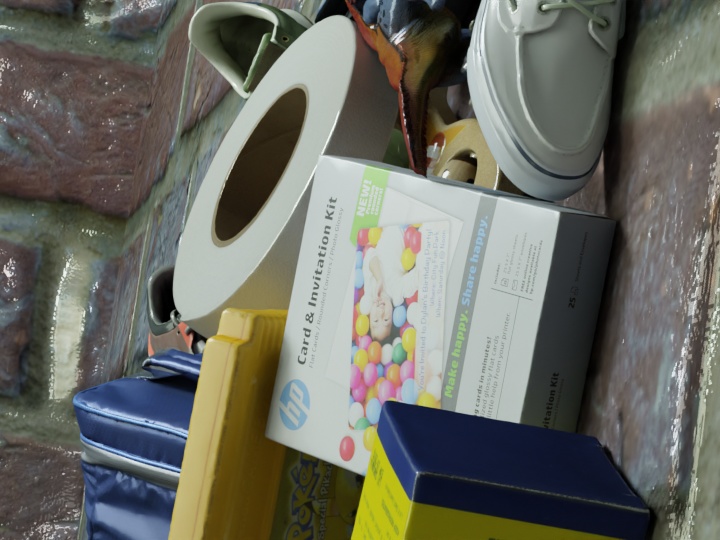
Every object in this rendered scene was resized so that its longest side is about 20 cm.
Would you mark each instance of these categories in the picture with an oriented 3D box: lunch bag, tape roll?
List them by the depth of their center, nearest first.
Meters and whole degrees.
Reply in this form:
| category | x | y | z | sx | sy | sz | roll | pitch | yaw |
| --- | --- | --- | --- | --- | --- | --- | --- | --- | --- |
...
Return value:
| category | x | y | z | sx | sy | sz | roll | pitch | yaw |
| --- | --- | --- | --- | --- | --- | --- | --- | --- | --- |
| tape roll | -0.045 | -0.053 | 1.602 | 0.203 | 0.037 | 0.203 | -50 | 23 | 29 |
| lunch bag | -0.085 | 0.118 | 1.685 | 0.199 | 0.136 | 0.133 | 12 | 111 | 43 |

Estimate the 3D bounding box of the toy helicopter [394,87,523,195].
| category | x | y | z | sx | sy | sz | roll | pitch | yaw |
| --- | --- | --- | --- | --- | --- | --- | --- | --- | --- |
| toy helicopter | 0.050 | -0.071 | 1.525 | 0.133 | 0.079 | 0.200 | -59 | 25 | 22 |

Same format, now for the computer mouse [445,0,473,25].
| category | x | y | z | sx | sy | sz | roll | pitch | yaw |
| --- | --- | --- | --- | --- | --- | --- | --- | --- | --- |
| computer mouse | 0.050 | -0.200 | 1.738 | 0.201 | 0.052 | 0.139 | -79 | 13 | -48 |

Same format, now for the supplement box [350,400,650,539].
| category | x | y | z | sx | sy | sz | roll | pitch | yaw |
| --- | --- | --- | --- | --- | --- | --- | --- | --- | --- |
| supplement box | 0.047 | 0.176 | 1.236 | 0.109 | 0.109 | 0.201 | -119 | 40 | -74 |

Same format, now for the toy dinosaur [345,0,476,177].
| category | x | y | z | sx | sy | sz | roll | pitch | yaw |
| --- | --- | --- | --- | --- | --- | --- | --- | --- | --- |
| toy dinosaur | 0.017 | -0.136 | 1.471 | 0.200 | 0.105 | 0.181 | -50 | 15 | -26 |

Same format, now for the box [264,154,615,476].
| category | x | y | z | sx | sy | sz | roll | pitch | yaw |
| --- | --- | --- | --- | --- | --- | --- | --- | --- | --- |
| box | 0.036 | 0.032 | 1.383 | 0.200 | 0.041 | 0.157 | 17 | 98 | 53 |

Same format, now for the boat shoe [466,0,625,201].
| category | x | y | z | sx | sy | sz | roll | pitch | yaw |
| --- | --- | --- | --- | --- | --- | --- | --- | --- | --- |
| boat shoe | 0.095 | -0.135 | 1.356 | 0.067 | 0.073 | 0.201 | 132 | 141 | -55 |

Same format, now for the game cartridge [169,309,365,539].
| category | x | y | z | sx | sy | sz | roll | pitch | yaw |
| --- | --- | --- | --- | --- | --- | --- | --- | --- | --- |
| game cartridge | -0.030 | 0.112 | 1.533 | 0.200 | 0.032 | 0.177 | 3 | -81 | -58 |

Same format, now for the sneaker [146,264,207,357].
| category | x | y | z | sx | sy | sz | roll | pitch | yaw |
| --- | --- | --- | --- | --- | --- | --- | --- | --- | --- |
| sneaker | -0.095 | 0.061 | 1.825 | 0.200 | 0.077 | 0.082 | 37 | 151 | 47 |

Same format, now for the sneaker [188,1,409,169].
| category | x | y | z | sx | sy | sz | roll | pitch | yaw |
| --- | --- | --- | --- | --- | --- | --- | --- | --- | --- |
| sneaker | -0.034 | -0.113 | 1.724 | 0.200 | 0.090 | 0.067 | 39 | 109 | 39 |

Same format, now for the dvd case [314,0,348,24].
| category | x | y | z | sx | sy | sz | roll | pitch | yaw |
| --- | --- | --- | --- | --- | --- | --- | --- | --- | --- |
| dvd case | 0.027 | -0.268 | 1.783 | 0.143 | 0.017 | 0.201 | -51 | 16 | 58 |

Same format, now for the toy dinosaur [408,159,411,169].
| category | x | y | z | sx | sy | sz | roll | pitch | yaw |
| --- | --- | --- | --- | --- | --- | --- | --- | --- | --- |
| toy dinosaur | 0.000 | 0.000 | 1.677 | 0.200 | 0.058 | 0.101 | -43 | 51 | 21 |

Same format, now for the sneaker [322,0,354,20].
| category | x | y | z | sx | sy | sz | roll | pitch | yaw |
| --- | --- | --- | --- | --- | --- | --- | --- | --- | --- |
| sneaker | 0.012 | -0.148 | 1.827 | 0.098 | 0.071 | 0.201 | 122 | 160 | -47 |
